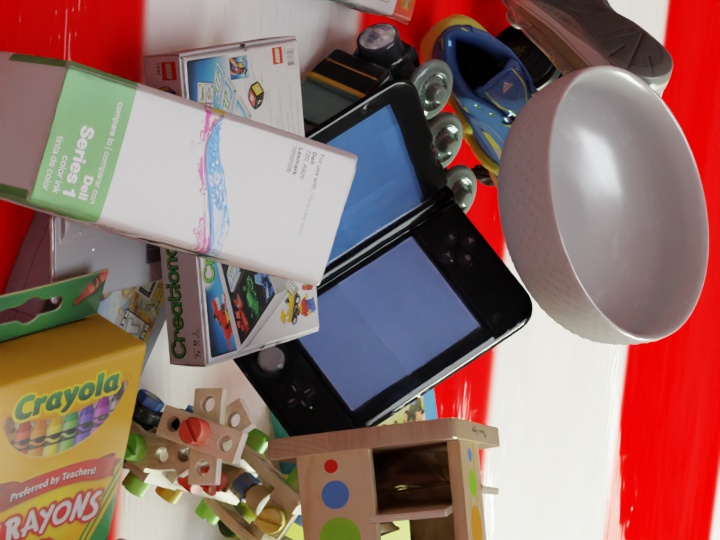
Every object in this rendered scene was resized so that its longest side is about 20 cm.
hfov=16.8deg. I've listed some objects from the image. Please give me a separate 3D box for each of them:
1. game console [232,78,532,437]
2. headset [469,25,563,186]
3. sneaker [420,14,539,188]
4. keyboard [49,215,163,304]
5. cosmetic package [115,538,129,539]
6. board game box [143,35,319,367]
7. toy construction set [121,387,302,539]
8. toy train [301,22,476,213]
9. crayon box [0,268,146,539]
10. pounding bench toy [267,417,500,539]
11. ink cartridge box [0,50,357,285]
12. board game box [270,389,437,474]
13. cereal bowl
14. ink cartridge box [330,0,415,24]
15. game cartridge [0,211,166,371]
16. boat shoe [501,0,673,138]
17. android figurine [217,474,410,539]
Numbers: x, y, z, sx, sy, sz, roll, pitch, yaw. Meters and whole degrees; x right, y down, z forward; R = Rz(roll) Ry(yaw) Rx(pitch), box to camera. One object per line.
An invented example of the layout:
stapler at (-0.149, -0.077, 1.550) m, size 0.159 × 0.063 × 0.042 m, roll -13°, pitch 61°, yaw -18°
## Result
game console at (0.000, 0.000, 1.682) m, size 0.200 × 0.172 × 0.119 m, roll -33°, pitch 161°, yaw -14°
headset at (0.151, -0.134, 1.944) m, size 0.200 × 0.094 × 0.124 m, roll -50°, pitch 141°, yaw -34°
sneaker at (0.114, -0.105, 1.813) m, size 0.076 × 0.200 × 0.105 m, roll -42°, pitch 179°, yaw 2°
keyboard at (-0.132, -0.020, 1.559) m, size 0.200 × 0.011 × 0.056 m, roll -13°, pitch 113°, yaw -55°
cosmetic package at (-0.156, 0.304, 1.580) m, size 0.200 × 0.165 × 0.165 m, roll -29°, pitch 127°, yaw -49°
board game box at (-0.081, -0.047, 1.583) m, size 0.126 × 0.035 × 0.200 m, roll -16°, pitch 104°, yaw -54°
toy construction set at (-0.097, 0.135, 1.620) m, size 0.092 × 0.131 × 0.200 m, roll -48°, pitch 151°, yaw -7°
toy train at (0.015, -0.083, 1.772) m, size 0.114 × 0.085 × 0.200 m, roll -42°, pitch 139°, yaw -24°
crayon box at (-0.202, 0.106, 1.483) m, size 0.127 × 0.051 × 0.200 m, roll -17°, pitch 128°, yaw -46°
pounding bench toy at (0.034, 0.187, 1.616) m, size 0.200 × 0.124 × 0.156 m, roll 21°, pitch 62°, yaw -72°
ink cartridge box at (-0.126, -0.060, 1.420) m, size 0.200 × 0.145 × 0.084 m, roll 17°, pitch 88°, yaw -33°
board game box at (0.003, 0.148, 1.879) m, size 0.152 × 0.045 × 0.200 m, roll -42°, pitch 137°, yaw -41°
cereal bowl at (0.163, -0.042, 1.749) m, size 0.200 × 0.083 × 0.200 m, roll 15°, pitch 70°, yaw -46°
ink cartridge box at (0.013, -0.237, 1.721) m, size 0.200 × 0.050 × 0.109 m, roll 10°, pitch 94°, yaw -58°
game cartridge at (-0.163, -0.005, 1.560) m, size 0.200 × 0.042 × 0.133 m, roll -67°, pitch 152°, yaw -12°
boat shoe at (0.163, -0.179, 1.863) m, size 0.074 × 0.202 × 0.065 m, roll -15°, pitch 134°, yaw -31°
android figurine at (-0.029, 0.212, 1.799) m, size 0.200 × 0.041 × 0.182 m, roll 6°, pitch 110°, yaw -39°
